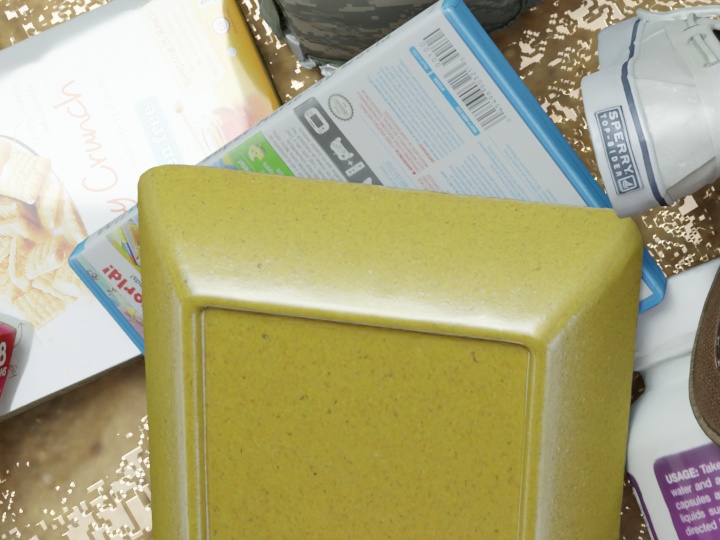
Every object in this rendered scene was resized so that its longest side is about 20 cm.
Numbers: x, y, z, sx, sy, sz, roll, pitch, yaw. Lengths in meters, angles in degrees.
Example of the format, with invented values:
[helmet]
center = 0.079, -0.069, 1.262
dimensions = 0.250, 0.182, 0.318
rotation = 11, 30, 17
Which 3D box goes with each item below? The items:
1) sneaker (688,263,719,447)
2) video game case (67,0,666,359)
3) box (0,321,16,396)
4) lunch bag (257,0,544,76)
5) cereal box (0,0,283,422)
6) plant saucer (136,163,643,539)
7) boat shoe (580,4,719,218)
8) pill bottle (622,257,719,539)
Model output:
[sneaker]
center = 0.181, -0.025, 0.791
dimensions = 0.070, 0.076, 0.201
rotation = 31, 84, 16
[video game case]
center = 0.000, 0.000, 0.856
dimensions = 0.199, 0.018, 0.143
rotation = -31, 107, 26
[box]
center = -0.254, 0.040, 0.874
dimensions = 0.199, 0.100, 0.096
rotation = 19, 99, 15
[lunch bag]
center = 0.020, -0.166, 0.847
dimensions = 0.167, 0.200, 0.140
rotation = -35, 78, 0
[cereal box]
center = -0.122, -0.027, 0.924
dimensions = 0.199, 0.040, 0.145
rotation = -24, 87, 1
[plant saucer]
center = 0.004, 0.066, 0.852
dimensions = 0.198, 0.049, 0.201
rotation = 7, 120, 11
[boat shoe]
center = 0.136, -0.070, 0.830
dimensions = 0.085, 0.202, 0.075
rotation = -15, 95, 13
[pill bottle]
center = 0.170, 0.093, 0.869
dimensions = 0.112, 0.112, 0.201
rotation = -20, 87, 2
